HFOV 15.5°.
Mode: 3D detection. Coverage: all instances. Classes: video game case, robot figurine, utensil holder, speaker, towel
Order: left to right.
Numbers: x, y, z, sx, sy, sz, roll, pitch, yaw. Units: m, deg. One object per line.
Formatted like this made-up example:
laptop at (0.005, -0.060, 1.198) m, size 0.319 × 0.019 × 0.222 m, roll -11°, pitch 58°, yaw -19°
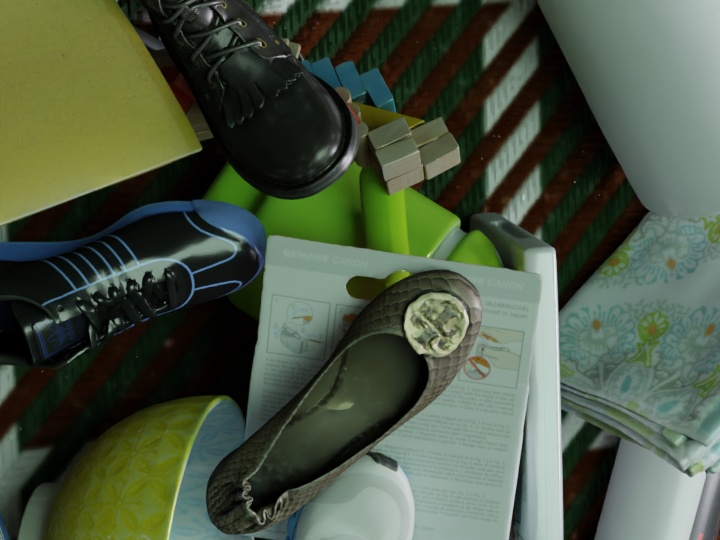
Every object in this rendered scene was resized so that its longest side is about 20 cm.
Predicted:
robot figurine at (0.000, 0.000, 1.577) m, size 0.200 × 0.176 × 0.116 m, roll 32°, pitch 73°, yaw 7°
video game case at (0.095, 0.074, 1.633) m, size 0.024 × 0.182 × 0.200 m, roll -3°, pitch 98°, yaw -8°
speaker at (0.207, 0.137, 1.762) m, size 0.081 × 0.081 × 0.200 m, roll 17°, pitch 87°, yaw -30°
utensil holder at (0.208, -0.157, 1.676) m, size 0.170 × 0.170 × 0.200 m, roll -37°, pitch 114°, yaw -21°
towel at (0.215, 0.030, 1.698) m, size 0.200 × 0.171 × 0.048 m, roll -46°, pitch 132°, yaw -17°

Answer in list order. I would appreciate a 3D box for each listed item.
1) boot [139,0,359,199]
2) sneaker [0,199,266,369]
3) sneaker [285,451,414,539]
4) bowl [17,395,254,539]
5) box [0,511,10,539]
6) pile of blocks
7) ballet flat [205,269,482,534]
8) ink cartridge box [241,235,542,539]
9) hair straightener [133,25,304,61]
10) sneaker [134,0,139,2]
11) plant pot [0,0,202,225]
boot at (-0.094, -0.137, 1.381) m, size 0.069 × 0.200 × 0.174 m, roll -41°, pitch 144°, yaw 0°
sneaker at (-0.149, 0.016, 1.497) m, size 0.200 × 0.078 × 0.070 m, roll -11°, pitch 129°, yaw 1°
sneaker at (-0.021, 0.200, 1.504) m, size 0.075 × 0.087 × 0.200 m, roll 21°, pitch 99°, yaw -8°
bowl at (-0.137, 0.167, 1.537) m, size 0.107 × 0.200 × 0.201 m, roll 5°, pitch 95°, yaw 13°
box at (-0.301, 0.164, 1.475) m, size 0.200 × 0.070 × 0.064 m, roll -24°, pitch 106°, yaw -26°
pile of blocks at (-0.040, -0.100, 1.490) m, size 0.200 × 0.062 × 0.082 m, roll 10°, pitch 73°, yaw 8°
ballet flat at (-0.010, 0.078, 1.467) m, size 0.200 × 0.046 × 0.067 m, roll -41°, pitch 101°, yaw 11°
ink cartridge box at (0.017, 0.071, 1.526) m, size 0.160 × 0.047 × 0.200 m, roll 8°, pitch 117°, yaw 4°
hair straightener at (-0.096, -0.128, 1.572) m, size 0.200 × 0.041 × 0.077 m, roll 18°, pitch 86°, yaw -25°
sneaker at (-0.149, -0.200, 1.503) m, size 0.200 × 0.099 × 0.075 m, roll 42°, pitch 43°, yaw -45°
plant pot at (-0.235, -0.102, 1.421) m, size 0.200 × 0.200 × 0.177 m, roll -23°, pitch 94°, yaw -26°
